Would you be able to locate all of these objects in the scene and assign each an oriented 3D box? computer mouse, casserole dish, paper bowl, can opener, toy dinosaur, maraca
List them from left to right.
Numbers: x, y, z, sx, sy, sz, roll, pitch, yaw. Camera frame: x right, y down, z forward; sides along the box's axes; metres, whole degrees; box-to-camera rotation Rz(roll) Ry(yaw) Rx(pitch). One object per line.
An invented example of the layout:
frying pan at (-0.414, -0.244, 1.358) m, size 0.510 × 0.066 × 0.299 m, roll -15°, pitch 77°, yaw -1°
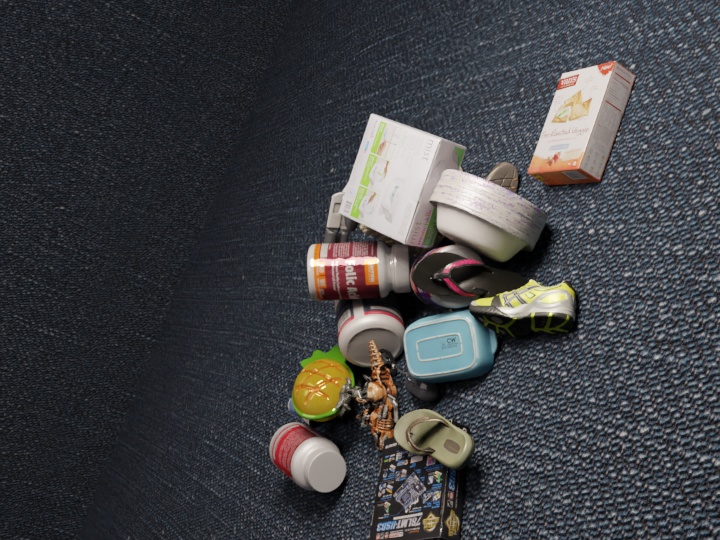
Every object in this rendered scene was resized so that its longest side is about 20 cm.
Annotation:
maraca at (-0.076, 0.232, 1.727) m, size 0.136 × 0.107 × 0.201 m, roll -10°, pitch 37°, yaw 10°
can opener at (-0.044, -0.063, 1.700) m, size 0.067 × 0.053 × 0.201 m, roll -125°, pitch 41°, yaw -58°
toy dinosaur at (0.034, 0.246, 1.621) m, size 0.135 × 0.102 × 0.201 m, roll -13°, pitch 59°, yaw 54°
computer mouse at (0.083, 0.198, 1.589) m, size 0.200 × 0.034 × 0.059 m, roll 25°, pitch 106°, yaw 52°
casserole dish at (0.149, 0.136, 1.473) m, size 0.199 × 0.039 × 0.122 m, roll -15°, pitch 80°, yaw 38°
paper bowl at (0.213, -0.087, 1.444) m, size 0.105 × 0.200 × 0.200 m, roll -64°, pitch 26°, yaw 0°

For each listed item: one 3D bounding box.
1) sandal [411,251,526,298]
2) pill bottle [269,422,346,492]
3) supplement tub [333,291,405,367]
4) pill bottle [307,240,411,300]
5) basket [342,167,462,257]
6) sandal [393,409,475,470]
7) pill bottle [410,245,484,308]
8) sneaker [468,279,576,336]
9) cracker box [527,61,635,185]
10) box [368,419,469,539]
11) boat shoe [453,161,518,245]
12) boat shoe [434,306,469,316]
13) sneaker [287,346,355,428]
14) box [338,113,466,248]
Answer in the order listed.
sandal at (0.187, 0.013, 1.416) m, size 0.045 × 0.199 × 0.076 m, roll 87°, pitch -168°, yaw -88°
pill bottle at (-0.109, 0.395, 1.744) m, size 0.200 × 0.112 × 0.113 m, roll 8°, pitch 75°, yaw 64°
supplement tub at (0.017, 0.088, 1.738) m, size 0.140 × 0.140 × 0.201 m, roll -49°, pitch 30°, yaw 30°
pill bottle at (0.000, 0.000, 1.647) m, size 0.114 × 0.199 × 0.115 m, roll -3°, pitch -90°, yaw -84°
basket at (0.103, -0.162, 1.733) m, size 0.200 × 0.197 × 0.161 m, roll -54°, pitch 32°, yaw 21°
sandal at (0.115, 0.273, 1.384) m, size 0.201 × 0.057 × 0.080 m, roll 3°, pitch 69°, yaw 61°
pill bottle at (0.154, 0.012, 1.542) m, size 0.200 × 0.111 × 0.112 m, roll 170°, pitch 123°, yaw -81°
sneaker at (0.268, 0.060, 1.361) m, size 0.199 × 0.075 × 0.077 m, roll -1°, pitch 56°, yaw 44°
cracker box at (0.380, -0.251, 1.434) m, size 0.134 × 0.057 × 0.201 m, roll 4°, pitch 71°, yaw 63°
box at (0.100, 0.375, 1.435) m, size 0.200 × 0.050 × 0.200 m, roll -30°, pitch 43°, yaw 49°
boat shoe at (0.229, -0.120, 1.591) m, size 0.201 × 0.074 × 0.073 m, roll -61°, pitch 26°, yaw 7°
boat shoe at (0.177, 0.100, 1.508) m, size 0.200 × 0.067 × 0.072 m, roll -28°, pitch 43°, yaw 49°
sneaker at (-0.057, 0.269, 1.808) m, size 0.200 × 0.081 × 0.115 m, roll -49°, pitch 51°, yaw 2°
box at (0.075, -0.167, 1.545) m, size 0.176 × 0.096 × 0.201 m, roll 26°, pitch 102°, yaw 36°
